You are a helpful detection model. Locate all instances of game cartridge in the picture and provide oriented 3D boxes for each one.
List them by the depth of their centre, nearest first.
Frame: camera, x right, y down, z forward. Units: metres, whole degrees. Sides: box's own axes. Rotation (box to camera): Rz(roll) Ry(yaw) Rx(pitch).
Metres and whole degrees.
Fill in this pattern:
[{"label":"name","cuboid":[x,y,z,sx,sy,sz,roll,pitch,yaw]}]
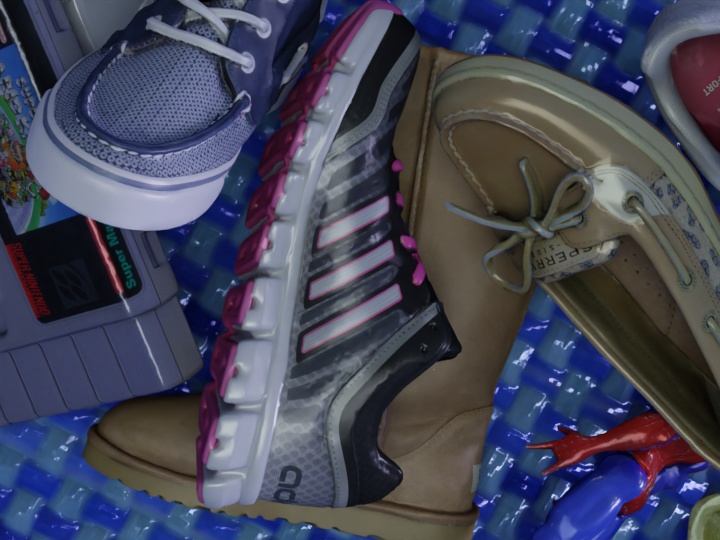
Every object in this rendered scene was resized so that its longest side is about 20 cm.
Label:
[{"label":"game cartridge","cuboid":[-0.145,-0.038,0.771,0.038,0.130,0.200,-29,100,-42]}]

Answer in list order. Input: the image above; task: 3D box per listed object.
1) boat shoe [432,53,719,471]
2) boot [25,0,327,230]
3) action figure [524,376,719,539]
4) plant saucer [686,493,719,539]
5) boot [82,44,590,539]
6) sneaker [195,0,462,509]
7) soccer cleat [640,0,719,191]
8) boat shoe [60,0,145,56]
[{"label":"boat shoe","cuboid":[0.100,-0.001,0.736,0.200,0.073,0.063,40,59,-16]},{"label":"boot","cuboid":[-0.057,-0.090,0.709,0.073,0.200,0.090,26,117,1]},{"label":"action figure","cuboid":[0.100,0.092,0.806,0.200,0.065,0.052,-40,60,-12]},{"label":"plant saucer","cuboid":[0.229,0.191,0.836,0.200,0.048,0.200,3,98,-1]},{"label":"boot","cuboid":[-0.011,0.002,0.803,0.175,0.066,0.200,11,96,-6]},{"label":"sneaker","cuboid":[0.000,0.000,0.738,0.087,0.074,0.200,16,84,-11]},{"label":"soccer cleat","cuboid":[0.175,-0.021,0.726,0.200,0.086,0.070,47,110,8]},{"label":"boat shoe","cuboid":[-0.136,-0.145,0.778,0.068,0.072,0.200,-12,116,35]}]
